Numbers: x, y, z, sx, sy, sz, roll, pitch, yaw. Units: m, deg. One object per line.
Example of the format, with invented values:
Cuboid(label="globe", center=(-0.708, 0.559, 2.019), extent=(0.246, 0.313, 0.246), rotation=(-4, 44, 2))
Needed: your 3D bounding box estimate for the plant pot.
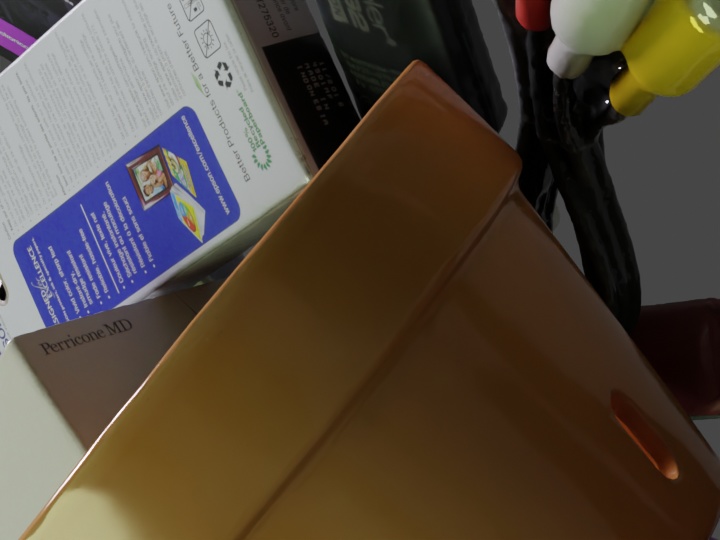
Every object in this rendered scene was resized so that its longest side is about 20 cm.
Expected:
Cuboid(label="plant pot", center=(0.004, 0.064, 0.729), extent=(0.140, 0.200, 0.200), rotation=(40, 158, -2))

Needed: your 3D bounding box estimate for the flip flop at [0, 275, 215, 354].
Cuboid(label="flip flop", center=(-0.101, 0.016, 0.975), extent=(0.200, 0.081, 0.058), rotation=(33, -171, 22))

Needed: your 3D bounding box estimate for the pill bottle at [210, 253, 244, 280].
Cuboid(label="pill bottle", center=(-0.117, 0.006, 1.072), extent=(0.200, 0.106, 0.106), rotation=(33, 157, 20))

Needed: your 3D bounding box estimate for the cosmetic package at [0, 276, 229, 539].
Cuboid(label="cosmetic package", center=(-0.035, 0.106, 0.856), extent=(0.200, 0.103, 0.073), rotation=(52, 133, 20))

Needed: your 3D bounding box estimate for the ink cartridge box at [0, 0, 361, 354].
Cuboid(label="ink cartridge box", center=(-0.079, -0.038, 0.893), extent=(0.200, 0.037, 0.095), rotation=(-32, 81, 47))

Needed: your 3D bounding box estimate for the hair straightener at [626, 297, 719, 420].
Cuboid(label="hair straightener", center=(0.062, 0.041, 0.869), extent=(0.200, 0.041, 0.077), rotation=(-15, 167, 43))

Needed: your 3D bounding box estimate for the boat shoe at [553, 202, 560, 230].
Cuboid(label="boat shoe", center=(0.000, 0.000, 0.922), extent=(0.073, 0.062, 0.200), rotation=(43, 159, -10))

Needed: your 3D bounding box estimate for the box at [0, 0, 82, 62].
Cuboid(label="box", center=(-0.132, -0.142, 0.920), extent=(0.143, 0.036, 0.200), rotation=(31, 157, 23))

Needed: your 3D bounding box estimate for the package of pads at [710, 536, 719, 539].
Cuboid(label="package of pads", center=(0.119, 0.177, 1.034), extent=(0.120, 0.076, 0.200), rotation=(17, 147, 42))

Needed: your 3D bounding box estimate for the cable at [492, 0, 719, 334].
Cuboid(label="cable", center=(0.050, -0.047, 0.729), extent=(0.097, 0.050, 0.200), rotation=(36, 143, 16))

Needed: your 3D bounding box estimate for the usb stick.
Cuboid(label="usb stick", center=(-0.001, -0.108, 0.767), extent=(0.055, 0.033, 0.200), rotation=(19, 149, 32))
